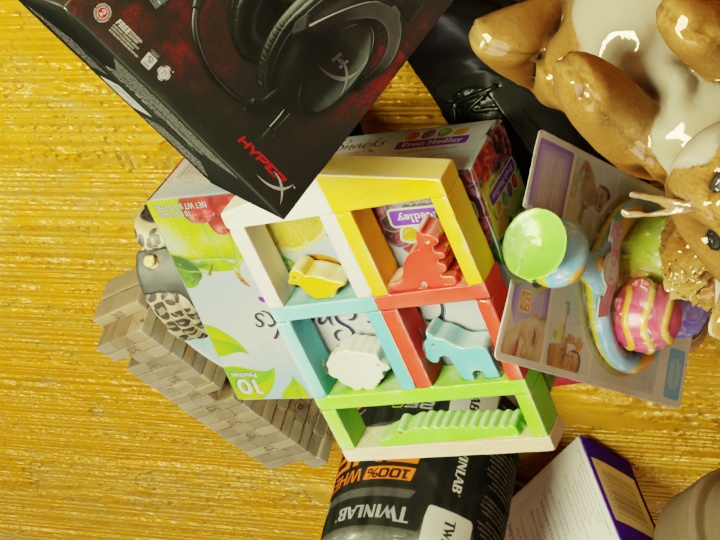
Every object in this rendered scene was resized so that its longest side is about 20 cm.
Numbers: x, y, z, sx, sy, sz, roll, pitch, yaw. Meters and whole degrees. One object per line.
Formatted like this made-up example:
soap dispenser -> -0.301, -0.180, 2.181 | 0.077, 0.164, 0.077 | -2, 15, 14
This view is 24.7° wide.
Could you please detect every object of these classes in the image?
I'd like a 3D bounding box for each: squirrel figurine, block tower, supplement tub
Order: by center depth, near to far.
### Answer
squirrel figurine -> 0.170, -0.056, 0.752 | 0.141, 0.187, 0.200 | -36, 142, 11
supplement tub -> 0.041, 0.158, 1.121 | 0.122, 0.201, 0.123 | 10, 146, 7
block tower -> -0.103, 0.075, 1.191 | 0.058, 0.054, 0.200 | -20, 132, 42

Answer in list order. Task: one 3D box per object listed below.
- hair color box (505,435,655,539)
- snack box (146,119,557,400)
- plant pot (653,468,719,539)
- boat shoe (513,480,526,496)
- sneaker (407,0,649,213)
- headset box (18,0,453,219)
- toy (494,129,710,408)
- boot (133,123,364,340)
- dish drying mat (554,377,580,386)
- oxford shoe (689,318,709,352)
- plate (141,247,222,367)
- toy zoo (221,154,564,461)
hair color box -> 0.127, 0.230, 1.199 | 0.065, 0.110, 0.200 | 31, 116, -30
snack box -> 0.000, 0.000, 0.888 | 0.199, 0.053, 0.143 | -4, 125, 30
plant pot -> 0.324, 0.186, 1.090 | 0.200, 0.201, 0.175 | 28, 125, -19
boat shoe -> 0.107, 0.189, 1.268 | 0.200, 0.057, 0.067 | 35, 142, -26
sneaker -> 0.087, -0.073, 0.869 | 0.076, 0.091, 0.200 | -18, 133, 43
headset box -> -0.035, -0.150, 0.731 | 0.149, 0.200, 0.077 | 45, 170, -37
toy -> 0.148, 0.007, 0.866 | 0.047, 0.116, 0.199 | 7, 174, 41
boot -> -0.064, -0.032, 0.978 | 0.150, 0.073, 0.201 | -4, 133, 19
dish drying mat -> 0.080, 0.047, 1.001 | 0.077, 0.018, 0.200 | 37, 155, -22
oxford shoe -> 0.121, -0.006, 0.969 | 0.199, 0.072, 0.073 | 20, 144, -6
plate -> -0.046, 0.009, 1.081 | 0.199, 0.026, 0.201 | 9, 136, 9
toy zoo -> 0.012, 0.014, 0.841 | 0.131, 0.020, 0.201 | -7, 123, 31
